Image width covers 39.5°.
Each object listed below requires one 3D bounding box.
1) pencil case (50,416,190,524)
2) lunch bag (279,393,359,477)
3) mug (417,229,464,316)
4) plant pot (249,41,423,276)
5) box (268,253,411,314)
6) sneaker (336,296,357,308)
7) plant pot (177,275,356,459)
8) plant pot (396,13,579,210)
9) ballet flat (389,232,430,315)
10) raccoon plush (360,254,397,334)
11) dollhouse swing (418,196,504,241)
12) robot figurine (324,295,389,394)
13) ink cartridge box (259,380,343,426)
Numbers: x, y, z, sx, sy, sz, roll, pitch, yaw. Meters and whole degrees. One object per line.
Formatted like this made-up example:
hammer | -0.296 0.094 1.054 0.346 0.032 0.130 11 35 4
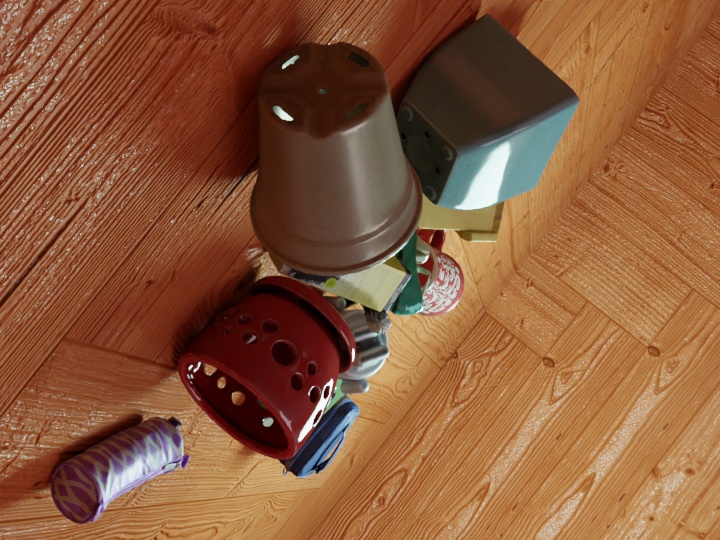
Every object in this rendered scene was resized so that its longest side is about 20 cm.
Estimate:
pencil case | -0.308 0.257 1.297 0.084 0.085 0.199 -57 164 25
lunch bag | -0.097 0.321 1.995 0.201 0.132 0.136 -52 165 0
mug | 0.114 -0.010 1.949 0.131 0.180 0.200 -17 167 14
plant pot | -0.033 -0.131 1.064 0.200 0.199 0.185 -44 152 -25
box | -0.026 -0.008 1.388 0.198 0.050 0.076 21 111 -37
sneaker | 0.001 0.000 1.656 0.084 0.073 0.201 -37 157 -29
plant pot | -0.118 0.120 1.347 0.183 0.199 0.201 -52 167 -28
plant pot | 0.150 -0.202 1.426 0.199 0.197 0.197 -31 157 -31
ballet flat | 0.083 -0.010 1.687 0.068 0.069 0.203 120 -23 -53
raccoon plush | 0.000 0.000 1.472 0.096 0.203 0.134 -21 178 26
dollhouse swing | 0.154 -0.167 1.676 0.182 0.173 0.203 -118 -145 -70
robot figurine | -0.029 0.124 1.681 0.111 0.173 0.199 -12 180 -28
ink cartridge box | -0.099 0.239 1.784 0.145 0.048 0.199 -45 142 14
